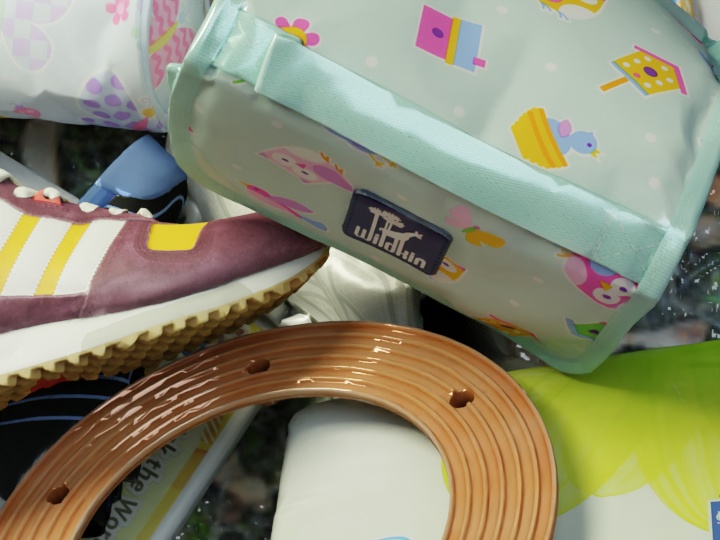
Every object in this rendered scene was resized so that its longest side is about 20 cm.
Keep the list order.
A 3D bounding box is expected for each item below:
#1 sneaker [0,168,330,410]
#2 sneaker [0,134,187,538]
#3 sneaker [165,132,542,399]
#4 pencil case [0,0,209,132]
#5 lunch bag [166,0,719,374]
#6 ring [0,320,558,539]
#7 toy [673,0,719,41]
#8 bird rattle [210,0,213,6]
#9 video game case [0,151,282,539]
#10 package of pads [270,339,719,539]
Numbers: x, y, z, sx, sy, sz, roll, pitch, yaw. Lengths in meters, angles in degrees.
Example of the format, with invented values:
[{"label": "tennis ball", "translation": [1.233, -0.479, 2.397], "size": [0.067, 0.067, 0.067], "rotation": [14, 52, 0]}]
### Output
[{"label": "sneaker", "translation": [-0.109, -0.006, 0.734], "size": [0.199, 0.075, 0.090], "rotation": [-17, 81, -19]}, {"label": "sneaker", "translation": [-0.107, 0.045, 0.795], "size": [0.078, 0.070, 0.200], "rotation": [34, 67, -5]}, {"label": "sneaker", "translation": [0.000, 0.000, 0.829], "size": [0.075, 0.081, 0.200], "rotation": [-21, 66, -43]}, {"label": "pencil case", "translation": [-0.158, -0.105, 0.836], "size": [0.199, 0.083, 0.091], "rotation": [6, 86, 13]}, {"label": "lunch bag", "translation": [0.034, -0.054, 0.721], "size": [0.170, 0.200, 0.122], "rotation": [28, 109, 1]}, {"label": "ring", "translation": [-0.032, 0.089, 0.689], "size": [0.200, 0.019, 0.201], "rotation": [-13, 38, 11]}, {"label": "toy", "translation": [0.074, -0.079, 0.839], "size": [0.115, 0.047, 0.201], "rotation": [26, 107, 11]}, {"label": "bird rattle", "translation": [-0.114, -0.165, 0.889], "size": [0.199, 0.113, 0.164], "rotation": [10, 82, 0]}, {"label": "video game case", "translation": [-0.150, 0.059, 0.827], "size": [0.182, 0.023, 0.200], "rotation": [31, 66, 6]}, {"label": "package of pads", "translation": [0.066, 0.097, 0.702], "size": [0.199, 0.068, 0.155], "rotation": [-10, 37, 13]}]
